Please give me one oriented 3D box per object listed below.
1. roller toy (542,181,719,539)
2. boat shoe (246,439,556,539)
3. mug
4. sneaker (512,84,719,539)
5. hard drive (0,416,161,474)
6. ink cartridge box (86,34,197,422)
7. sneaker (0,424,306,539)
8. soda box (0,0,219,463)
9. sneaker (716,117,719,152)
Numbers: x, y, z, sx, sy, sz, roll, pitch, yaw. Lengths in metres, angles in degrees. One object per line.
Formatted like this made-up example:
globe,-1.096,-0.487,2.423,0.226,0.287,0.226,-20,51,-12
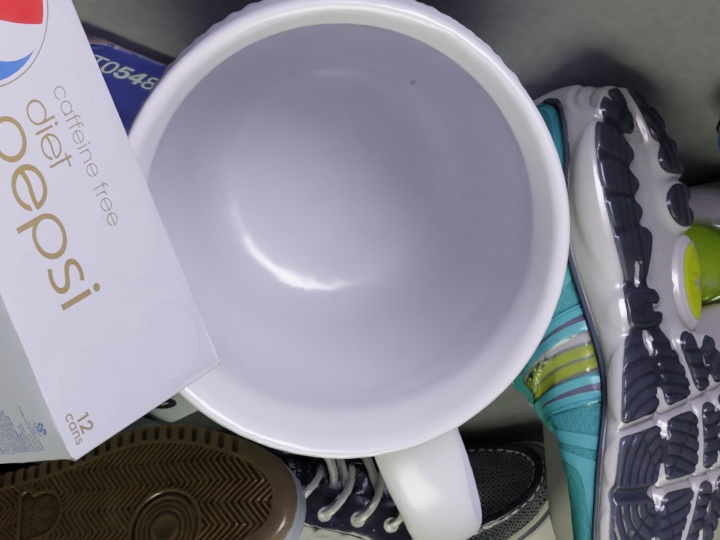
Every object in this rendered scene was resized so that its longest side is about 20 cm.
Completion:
roller toy,0.168,0.060,1.176,0.199,0.140,0.183,4,152,-11
boat shoe,-0.002,0.112,1.346,0.199,0.075,0.093,-22,136,15
mug,0.000,0.000,0.981,0.147,0.201,0.175,-20,-172,1
sneaker,0.089,0.032,1.073,0.079,0.201,0.077,-12,170,40
hard drive,-0.152,0.076,1.261,0.135,0.043,0.200,4,165,38
ink cartridge box,-0.093,-0.008,1.147,0.199,0.041,0.200,20,146,-35
sneaker,-0.092,0.122,1.190,0.199,0.070,0.108,-12,149,28
soda box,-0.118,-0.045,0.847,0.064,0.201,0.068,-7,-160,47
sneaker,0.214,0.002,1.059,0.200,0.089,0.079,37,152,9
